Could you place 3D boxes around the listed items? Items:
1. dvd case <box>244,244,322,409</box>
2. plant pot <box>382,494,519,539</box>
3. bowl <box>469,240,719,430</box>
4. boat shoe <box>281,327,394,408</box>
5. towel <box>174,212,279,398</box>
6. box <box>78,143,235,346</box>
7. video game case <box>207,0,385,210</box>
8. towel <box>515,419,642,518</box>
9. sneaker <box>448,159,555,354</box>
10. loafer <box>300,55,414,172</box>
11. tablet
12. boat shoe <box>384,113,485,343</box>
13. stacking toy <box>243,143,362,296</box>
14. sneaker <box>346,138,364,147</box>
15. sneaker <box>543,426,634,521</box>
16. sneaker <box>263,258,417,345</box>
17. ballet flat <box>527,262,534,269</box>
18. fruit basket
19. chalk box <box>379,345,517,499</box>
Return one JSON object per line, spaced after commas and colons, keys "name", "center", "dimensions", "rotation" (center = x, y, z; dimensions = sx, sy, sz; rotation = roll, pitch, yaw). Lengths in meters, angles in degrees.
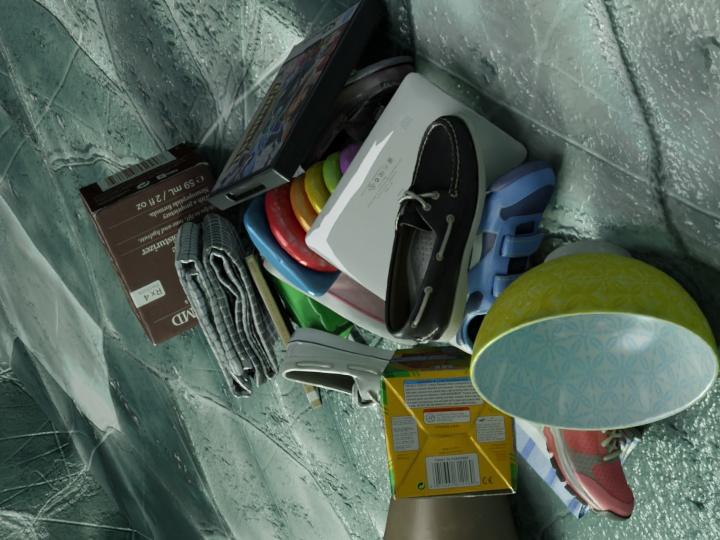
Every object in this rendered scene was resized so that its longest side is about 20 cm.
{"name": "dvd case", "center": [-0.096, 0.066, 1.541], "dimensions": [0.149, 0.016, 0.201], "rotation": [-126, 11, -83]}
{"name": "plant pot", "center": [0.105, 0.296, 1.440], "dimensions": [0.200, 0.199, 0.176], "rotation": [17, 115, 54]}
{"name": "bowl", "center": [0.191, 0.041, 1.032], "dimensions": [0.200, 0.199, 0.108], "rotation": [105, 171, -57]}
{"name": "boat shoe", "center": [0.007, 0.125, 1.429], "dimensions": [0.199, 0.066, 0.072], "rotation": [18, 150, 2]}
{"name": "towel", "center": [-0.160, 0.039, 1.541], "dimensions": [0.166, 0.085, 0.201], "rotation": [-119, 7, -71]}
{"name": "box", "center": [-0.258, -0.040, 1.670], "dimensions": [0.201, 0.165, 0.164], "rotation": [68, 167, -21]}
{"name": "video game case", "center": [-0.066, -0.159, 1.210], "dimensions": [0.025, 0.201, 0.181], "rotation": [34, 161, -19]}
{"name": "towel", "center": [0.205, 0.161, 1.264], "dimensions": [0.147, 0.024, 0.200], "rotation": [48, 153, 22]}
{"name": "sneaker", "center": [0.125, -0.010, 1.105], "dimensions": [0.082, 0.074, 0.201], "rotation": [50, 128, 30]}
{"name": "loafer", "center": [-0.005, -0.148, 1.216], "dimensions": [0.200, 0.072, 0.063], "rotation": [-24, 82, 53]}
{"name": "tablet", "center": [0.048, -0.066, 1.136], "dimensions": [0.130, 0.014, 0.200], "rotation": [34, 115, 1]}
{"name": "boat shoe", "center": [0.059, -0.037, 1.075], "dimensions": [0.074, 0.060, 0.201], "rotation": [18, 102, 53]}
{"name": "stacking toy", "center": [-0.007, -0.080, 1.199], "dimensions": [0.116, 0.110, 0.200], "rotation": [45, 123, -8]}
{"name": "sneaker", "center": [-0.005, -0.100, 1.295], "dimensions": [0.200, 0.071, 0.073], "rotation": [48, 153, 21]}
{"name": "sneaker", "center": [0.210, 0.131, 1.139], "dimensions": [0.087, 0.074, 0.201], "rotation": [-32, 78, 29]}
{"name": "sneaker", "center": [0.000, 0.000, 1.398], "dimensions": [0.200, 0.105, 0.075], "rotation": [30, -174, -6]}
{"name": "ballet flat", "center": [0.092, -0.033, 1.197], "dimensions": [0.200, 0.046, 0.068], "rotation": [42, 108, 24]}
{"name": "fruit basket", "center": [-0.056, 0.024, 1.535], "dimensions": [0.186, 0.093, 0.200], "rotation": [58, 170, 2]}
{"name": "chalk box", "center": [0.094, 0.142, 1.253], "dimensions": [0.200, 0.124, 0.125], "rotation": [-46, -49, -81]}
